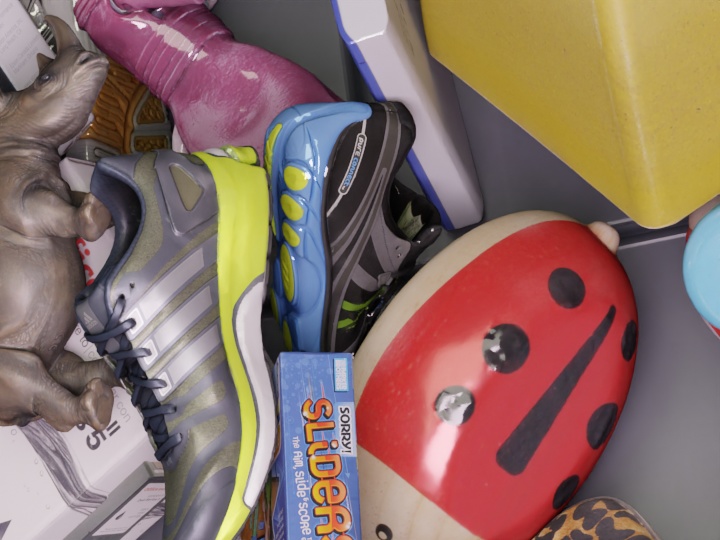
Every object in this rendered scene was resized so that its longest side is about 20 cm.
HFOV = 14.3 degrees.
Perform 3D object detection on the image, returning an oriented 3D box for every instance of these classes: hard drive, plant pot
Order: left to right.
[{"bbox_3d":[0.014,-0.120,1.384,0.025,0.200,0.133,-17,63,8],"label":"hard drive"},{"bbox_3d":[0.135,-0.177,1.286,0.199,0.177,0.200,-33,41,-13],"label":"plant pot"}]

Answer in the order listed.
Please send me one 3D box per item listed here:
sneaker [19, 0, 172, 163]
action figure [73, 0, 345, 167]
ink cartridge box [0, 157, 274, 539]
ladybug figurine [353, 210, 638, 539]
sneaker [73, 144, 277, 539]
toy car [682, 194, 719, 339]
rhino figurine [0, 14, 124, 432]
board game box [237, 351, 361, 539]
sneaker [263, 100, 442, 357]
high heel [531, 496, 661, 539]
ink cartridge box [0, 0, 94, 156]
[{"bbox_3d":[-0.155,-0.095,1.506,0.087,0.076,0.201,-19,64,26],"label":"sneaker"},{"bbox_3d":[-0.088,-0.099,1.443,0.200,0.134,0.149,40,71,9],"label":"action figure"},{"bbox_3d":[-0.155,0.065,1.399,0.200,0.084,0.146,-42,64,20],"label":"ink cartridge box"},{"bbox_3d":[0.065,0.062,1.348,0.201,0.135,0.072,-58,29,-4],"label":"ladybug figurine"},{"bbox_3d":[-0.086,0.038,1.261,0.080,0.074,0.201,7,66,-23],"label":"sneaker"},{"bbox_3d":[0.233,0.057,1.314,0.176,0.184,0.201,5,100,16],"label":"toy car"},{"bbox_3d":[-0.147,-0.022,1.324,0.087,0.060,0.201,-6,77,26],"label":"rhino figurine"},{"bbox_3d":[-0.033,0.133,1.314,0.034,0.200,0.136,1,70,-10],"label":"board game box"},{"bbox_3d":[0.000,-0.001,1.359,0.082,0.200,0.071,-13,47,-12],"label":"sneaker"},{"bbox_3d":[0.106,0.165,1.279,0.199,0.072,0.143,-27,19,38],"label":"high heel"},{"bbox_3d":[-0.263,-0.122,1.444,0.197,0.201,0.043,-17,24,35],"label":"ink cartridge box"}]
